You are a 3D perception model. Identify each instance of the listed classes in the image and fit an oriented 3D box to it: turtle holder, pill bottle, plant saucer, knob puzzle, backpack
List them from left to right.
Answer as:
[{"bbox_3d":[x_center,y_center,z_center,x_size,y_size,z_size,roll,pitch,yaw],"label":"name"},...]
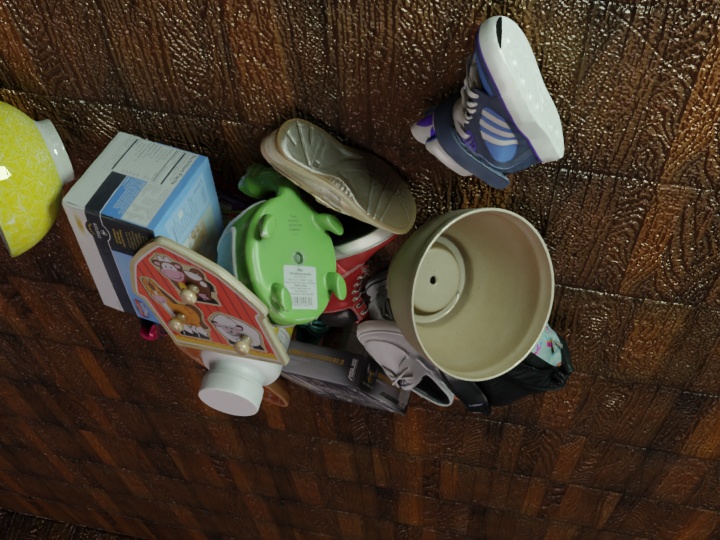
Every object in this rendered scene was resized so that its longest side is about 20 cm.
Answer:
[{"bbox_3d":[-0.193,0.040,1.140,0.218,0.031,0.220,21,146,15],"label":"knob puzzle"},{"bbox_3d":[-0.188,0.141,1.496,0.199,0.038,0.200,28,165,8],"label":"plant saucer"},{"bbox_3d":[-0.149,0.086,1.329,0.110,0.201,0.112,11,150,6],"label":"pill bottle"},{"bbox_3d":[-0.111,-0.024,1.165,0.131,0.141,0.186,-11,109,44],"label":"turtle holder"},{"bbox_3d":[0.174,0.100,1.343,0.166,0.127,0.200,-30,136,27],"label":"backpack"}]

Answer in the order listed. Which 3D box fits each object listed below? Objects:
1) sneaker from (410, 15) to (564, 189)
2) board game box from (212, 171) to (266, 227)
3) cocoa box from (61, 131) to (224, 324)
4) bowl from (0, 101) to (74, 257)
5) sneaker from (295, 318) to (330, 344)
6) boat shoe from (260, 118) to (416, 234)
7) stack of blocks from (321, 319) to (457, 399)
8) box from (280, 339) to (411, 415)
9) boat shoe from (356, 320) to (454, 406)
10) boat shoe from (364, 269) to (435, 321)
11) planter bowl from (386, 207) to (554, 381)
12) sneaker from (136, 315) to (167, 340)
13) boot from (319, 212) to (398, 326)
[{"bbox_3d":[0.105,-0.157,0.972,0.146,0.081,0.200,-8,150,26],"label":"sneaker"},{"bbox_3d":[-0.141,-0.056,1.312,0.199,0.032,0.120,28,144,-22],"label":"board game box"},{"bbox_3d":[-0.256,-0.045,1.227,0.130,0.134,0.201,17,144,17],"label":"cocoa box"},{"bbox_3d":[-0.412,-0.126,1.198,0.107,0.201,0.200,-25,158,-19],"label":"bowl"},{"bbox_3d":[-0.051,0.052,1.408,0.077,0.080,0.200,17,150,-6],"label":"sneaker"},{"bbox_3d":[-0.024,-0.103,1.141,0.199,0.073,0.065,29,158,-24],"label":"boat shoe"},{"bbox_3d":[0.055,0.126,1.474,0.199,0.059,0.115,26,168,-24],"label":"stack of blocks"},{"bbox_3d":[-0.030,0.155,1.451,0.157,0.049,0.200,10,165,26],"label":"box"},{"bbox_3d":[0.066,0.130,1.353,0.072,0.069,0.200,-15,145,31],"label":"boat shoe"},{"bbox_3d":[0.048,0.039,1.352,0.073,0.067,0.200,21,152,-12],"label":"boat shoe"},{"bbox_3d":[0.113,0.018,1.193,0.200,0.201,0.135,32,173,-29],"label":"planter bowl"},{"bbox_3d":[-0.308,0.003,1.385,0.080,0.075,0.201,-8,116,46],"label":"sneaker"},{"bbox_3d":[0.000,0.000,1.266,0.199,0.073,0.144,-26,124,33],"label":"boot"}]
